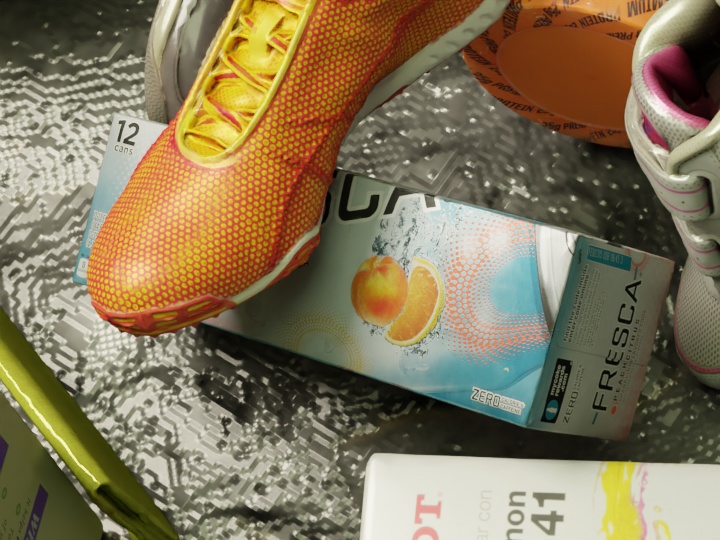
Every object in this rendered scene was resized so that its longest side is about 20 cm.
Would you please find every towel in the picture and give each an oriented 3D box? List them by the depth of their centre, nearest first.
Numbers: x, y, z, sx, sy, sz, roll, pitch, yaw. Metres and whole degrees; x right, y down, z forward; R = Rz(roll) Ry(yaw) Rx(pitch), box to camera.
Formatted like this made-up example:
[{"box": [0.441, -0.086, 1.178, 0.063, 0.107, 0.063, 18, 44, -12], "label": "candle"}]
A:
[{"box": [-0.137, 0.019, 0.866, 0.018, 0.086, 0.200, -41, 65, -2], "label": "towel"}]

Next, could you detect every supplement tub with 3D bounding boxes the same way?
[{"box": [0.109, -0.153, 0.885, 0.122, 0.123, 0.201, 12, 68, 15], "label": "supplement tub"}]

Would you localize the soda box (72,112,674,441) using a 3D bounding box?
[{"box": [0.000, 0.000, 0.822, 0.200, 0.068, 0.064, 15, 92, 35], "label": "soda box"}]

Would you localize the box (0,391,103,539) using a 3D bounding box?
[{"box": [-0.170, 0.120, 0.761, 0.096, 0.200, 0.176, 8, 67, 14], "label": "box"}]

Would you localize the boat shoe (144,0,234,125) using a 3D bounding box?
[{"box": [-0.008, -0.125, 0.920, 0.073, 0.075, 0.200, 27, 73, 21], "label": "boat shoe"}]

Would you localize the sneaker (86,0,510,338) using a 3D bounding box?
[{"box": [-0.027, -0.065, 0.778, 0.073, 0.077, 0.200, 19, 63, 35], "label": "sneaker"}]

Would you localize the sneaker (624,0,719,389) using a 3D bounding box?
[{"box": [0.123, -0.044, 0.794, 0.088, 0.201, 0.081, -4, 37, -16], "label": "sneaker"}]

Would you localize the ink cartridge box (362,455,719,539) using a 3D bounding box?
[{"box": [0.098, 0.140, 0.761, 0.199, 0.086, 0.148, 2, 65, 9], "label": "ink cartridge box"}]
